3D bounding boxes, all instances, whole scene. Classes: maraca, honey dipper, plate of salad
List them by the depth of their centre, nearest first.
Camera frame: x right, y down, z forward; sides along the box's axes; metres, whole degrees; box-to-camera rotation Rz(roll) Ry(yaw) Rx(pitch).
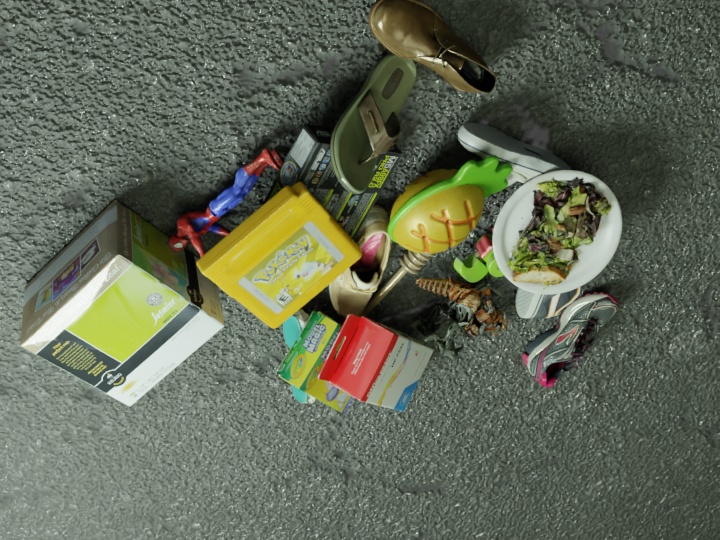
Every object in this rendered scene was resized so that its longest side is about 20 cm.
[{"bbox_3d":[0.125,-0.096,1.335,0.199,0.108,0.137,-36,155,24],"label":"maraca"},{"bbox_3d":[0.294,-0.050,1.391,0.198,0.048,0.202,-3,116,-6],"label":"plate of salad"},{"bbox_3d":[0.041,0.030,1.479,0.038,0.038,0.200,26,118,-31],"label":"honey dipper"}]

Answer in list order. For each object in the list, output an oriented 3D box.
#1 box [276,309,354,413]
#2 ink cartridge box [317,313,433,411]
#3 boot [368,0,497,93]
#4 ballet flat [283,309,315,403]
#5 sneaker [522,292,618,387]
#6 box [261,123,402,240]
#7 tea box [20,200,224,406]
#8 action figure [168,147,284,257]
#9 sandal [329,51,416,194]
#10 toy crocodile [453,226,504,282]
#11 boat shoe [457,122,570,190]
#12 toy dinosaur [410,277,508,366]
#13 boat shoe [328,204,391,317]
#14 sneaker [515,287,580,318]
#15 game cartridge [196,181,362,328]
[{"bbox_3d":[-0.050,0.142,1.462,0.118,0.048,0.200,-59,148,-6],"label":"box"},{"bbox_3d":[0.027,0.146,1.471,0.200,0.067,0.117,25,91,-59],"label":"ink cartridge box"},{"bbox_3d":[0.099,-0.289,1.210,0.199,0.075,0.074,25,102,-32],"label":"boot"},{"bbox_3d":[-0.085,0.127,1.510,0.071,0.072,0.201,-8,131,-10],"label":"ballet flat"},{"bbox_3d":[0.372,0.120,1.622,0.080,0.075,0.200,27,116,-32],"label":"sneaker"},{"bbox_3d":[-0.052,-0.101,1.308,0.159,0.044,0.201,-1,131,-44],"label":"box"},{"bbox_3d":[-0.333,0.049,1.319,0.200,0.134,0.197,-39,129,15],"label":"tea box"},{"bbox_3d":[-0.176,-0.071,1.296,0.199,0.099,0.065,-34,174,14],"label":"action figure"},{"bbox_3d":[0.023,-0.196,1.220,0.080,0.057,0.202,31,80,-40],"label":"sandal"},{"bbox_3d":[0.232,-0.054,1.447,0.199,0.068,0.062,-38,127,15],"label":"toy crocodile"},{"bbox_3d":[0.214,-0.153,1.366,0.199,0.071,0.070,14,120,-33],"label":"boat shoe"},{"bbox_3d":[0.155,0.064,1.522,0.199,0.102,0.136,37,96,-17],"label":"toy dinosaur"},{"bbox_3d":[0.000,0.000,1.420,0.073,0.069,0.201,1,127,-17],"label":"boat shoe"},{"bbox_3d":[0.315,-0.005,1.506,0.079,0.079,0.201,3,134,-14],"label":"sneaker"},{"bbox_3d":[-0.105,-0.016,1.291,0.176,0.033,0.200,-40,147,3],"label":"game cartridge"}]
